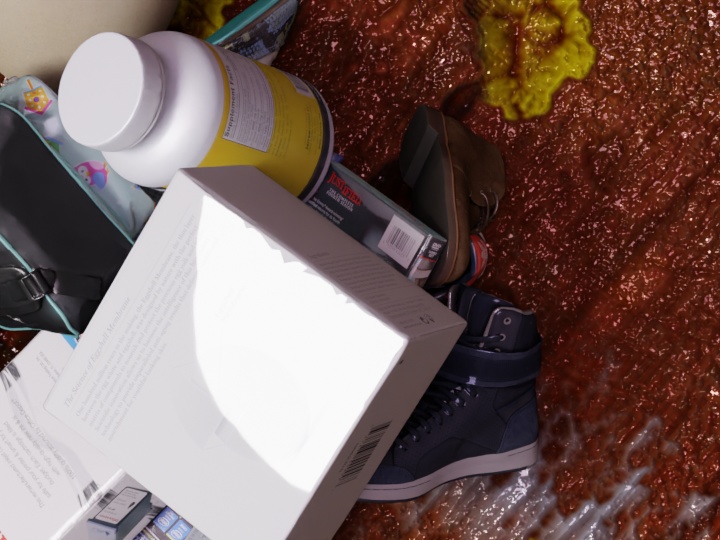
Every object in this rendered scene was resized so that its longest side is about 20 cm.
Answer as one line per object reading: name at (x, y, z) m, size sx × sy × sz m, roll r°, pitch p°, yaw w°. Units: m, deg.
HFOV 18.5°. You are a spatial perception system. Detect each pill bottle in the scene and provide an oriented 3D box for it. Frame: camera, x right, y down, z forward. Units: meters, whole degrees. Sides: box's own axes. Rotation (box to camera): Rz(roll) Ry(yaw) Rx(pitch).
pill bottle at (-0.118, -0.107, 1.578) m, size 0.112 × 0.200 × 0.112 m, roll -9°, pitch 75°, yaw 36°

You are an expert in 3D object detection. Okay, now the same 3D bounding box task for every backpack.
backpack at (-0.259, -0.043, 1.622) m, size 0.176 × 0.200 × 0.153 m, roll 46°, pitch 61°, yaw -19°

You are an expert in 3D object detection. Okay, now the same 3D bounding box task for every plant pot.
plant pot at (-0.222, -0.208, 1.665) m, size 0.200 × 0.200 × 0.135 m, roll 3°, pitch 124°, yaw 4°

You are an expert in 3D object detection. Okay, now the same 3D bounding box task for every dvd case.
dvd case at (-0.028, 0.035, 1.604) m, size 0.146 × 0.022 × 0.200 m, roll 37°, pitch 104°, yaw 47°

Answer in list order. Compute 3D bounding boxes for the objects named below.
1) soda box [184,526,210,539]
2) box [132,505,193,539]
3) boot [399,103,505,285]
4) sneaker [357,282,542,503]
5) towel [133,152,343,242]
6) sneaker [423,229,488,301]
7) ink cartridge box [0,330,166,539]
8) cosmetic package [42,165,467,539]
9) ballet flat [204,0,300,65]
soda box at (-0.061, 0.156, 1.662) m, size 0.063 × 0.068 × 0.200 m, roll 33°, pitch 72°, yaw 4°
box at (-0.142, 0.273, 1.703) m, size 0.200 × 0.049 × 0.160 m, roll 44°, pitch 90°, yaw 4°
boot at (0.076, -0.053, 1.630) m, size 0.075 × 0.200 × 0.074 m, roll 20°, pitch 122°, yaw -14°
sneaker at (0.052, 0.086, 1.623) m, size 0.202 × 0.077 × 0.146 m, roll -12°, pitch 116°, yaw -37°
towel at (-0.132, -0.063, 1.723) m, size 0.200 × 0.024 × 0.147 m, roll 23°, pitch 88°, yaw 2°
sneaker at (0.000, 0.000, 1.669) m, size 0.200 × 0.085 × 0.075 m, roll -14°, pitch 95°, yaw -2°
ink cartridge box at (-0.216, 0.134, 1.667) m, size 0.200 × 0.086 × 0.146 m, roll -46°, pitch 58°, yaw 3°
cosmetic package at (-0.072, 0.064, 1.503) m, size 0.200 × 0.123 × 0.200 m, roll 36°, pitch 106°, yaw 15°
ballet flat at (-0.118, -0.143, 1.693) m, size 0.200 × 0.074 × 0.074 m, roll -34°, pitch 87°, yaw -13°
